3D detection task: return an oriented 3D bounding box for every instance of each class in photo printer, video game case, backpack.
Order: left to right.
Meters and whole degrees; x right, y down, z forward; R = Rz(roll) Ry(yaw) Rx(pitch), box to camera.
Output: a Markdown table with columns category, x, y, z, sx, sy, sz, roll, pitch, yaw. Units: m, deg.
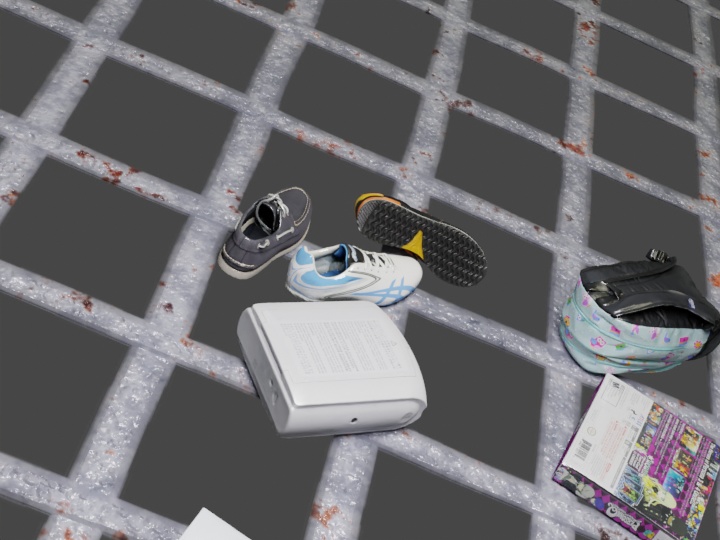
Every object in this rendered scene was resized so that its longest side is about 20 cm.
| category | x | y | z | sx | sy | sz | roll | pitch | yaw |
| --- | --- | --- | --- | --- | --- | --- | --- | --- | --- |
| photo printer | -0.026 | 0.110 | 1.529 | 0.198 | 0.070 | 0.167 | -1 | 46 | -32 |
| backpack | 0.365 | 0.062 | 1.769 | 0.198 | 0.128 | 0.167 | -1 | 35 | -30 |
| video game case | 0.345 | 0.236 | 1.633 | 0.180 | 0.036 | 0.200 | 33 | 39 | 6 |

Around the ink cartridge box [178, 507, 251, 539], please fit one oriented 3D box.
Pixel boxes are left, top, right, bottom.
| category | x | y | z | sx | sy | sz | roll | pitch | yaw |
| --- | --- | --- | --- | --- | --- | --- | --- | --- | --- |
| ink cartridge box | -0.110 | 0.344 | 1.158 | 0.199 | 0.146 | 0.145 | 33 | 38 | 6 |

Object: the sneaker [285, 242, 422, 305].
| category | x | y | z | sx | sy | sz | roll | pitch | yaw |
| --- | --- | --- | --- | --- | --- | --- | --- | --- | --- |
| sneaker | 0.000 | 0.000 | 1.666 | 0.198 | 0.073 | 0.072 | -2 | 45 | -34 |

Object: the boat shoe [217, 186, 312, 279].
| category | x | y | z | sx | sy | sz | roll | pitch | yaw |
| --- | --- | --- | --- | --- | --- | --- | --- | --- | --- |
| boat shoe | -0.109 | -0.061 | 1.676 | 0.072 | 0.063 | 0.200 | 33 | 39 | 7 |

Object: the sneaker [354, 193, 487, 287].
| category | x | y | z | sx | sy | sz | roll | pitch | yaw |
| --- | --- | --- | --- | --- | --- | --- | --- | --- | --- |
| sneaker | 0.081 | -0.050 | 1.772 | 0.199 | 0.070 | 0.090 | 27 | 14 | -16 |
